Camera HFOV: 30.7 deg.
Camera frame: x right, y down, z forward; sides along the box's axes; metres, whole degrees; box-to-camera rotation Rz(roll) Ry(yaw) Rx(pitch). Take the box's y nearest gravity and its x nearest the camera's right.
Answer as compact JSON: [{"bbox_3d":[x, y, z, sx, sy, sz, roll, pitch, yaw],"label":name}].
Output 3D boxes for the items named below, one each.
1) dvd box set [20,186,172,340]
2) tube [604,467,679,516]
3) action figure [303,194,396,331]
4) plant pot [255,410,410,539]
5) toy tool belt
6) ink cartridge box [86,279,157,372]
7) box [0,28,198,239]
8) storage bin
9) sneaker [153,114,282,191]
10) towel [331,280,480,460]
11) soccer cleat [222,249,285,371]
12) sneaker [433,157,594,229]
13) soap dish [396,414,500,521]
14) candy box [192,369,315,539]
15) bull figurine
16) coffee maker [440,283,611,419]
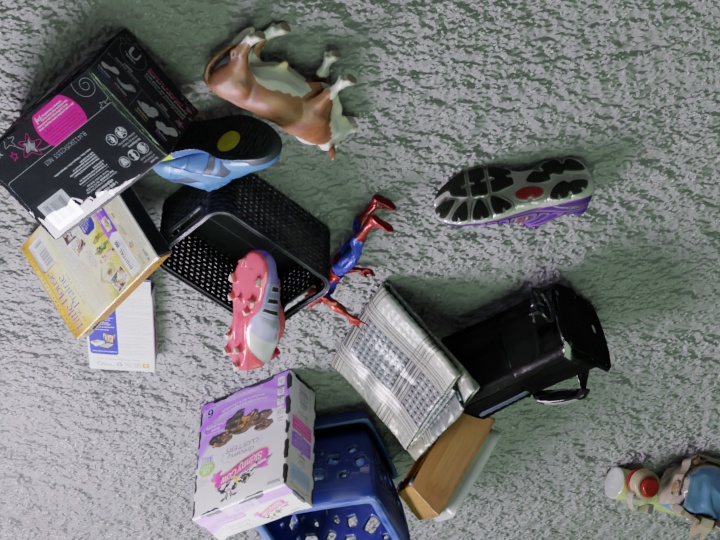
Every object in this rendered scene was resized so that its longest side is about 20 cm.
[{"bbox_3d":[-0.332,-0.025,1.633,0.200,0.147,0.029,-41,168,35],"label":"dvd box set"},{"bbox_3d":[0.488,0.365,2.127,0.198,0.052,0.058,17,174,-23],"label":"tube"},{"bbox_3d":[0.000,0.000,1.703,0.098,0.066,0.200,30,130,-18],"label":"action figure"},{"bbox_3d":[-0.042,0.333,1.984,0.198,0.181,0.201,-13,137,12],"label":"plant pot"},{"bbox_3d":[0.528,0.353,2.042,0.198,0.123,0.126,12,92,-21],"label":"toy tool belt"},{"bbox_3d":[-0.329,0.066,1.797,0.094,0.037,0.201,4,140,-4],"label":"ink cartridge box"},{"bbox_3d":[-0.304,-0.152,1.480,0.199,0.115,0.132,-31,111,31],"label":"box"},{"bbox_3d":[-0.145,-0.030,1.651,0.135,0.094,0.199,-33,129,31],"label":"storage bin"},{"bbox_3d":[-0.161,-0.131,1.528,0.199,0.066,0.079,2,144,35],"label":"sneaker"},{"bbox_3d":[0.055,0.144,1.798,0.200,0.034,0.193,48,134,15],"label":"towel"},{"bbox_3d":[-0.123,0.046,1.631,0.076,0.067,0.201,-16,140,-30],"label":"soccer cleat"},{"bbox_3d":[0.190,-0.077,1.616,0.198,0.081,0.084,-6,143,5],"label":"sneaker"},{"bbox_3d":[0.124,0.285,1.913,0.081,0.158,0.200,32,167,2],"label":"soap dish"},{"bbox_3d":[-0.152,0.267,1.895,0.167,0.201,0.072,-24,133,23],"label":"candy box"},{"bbox_3d":[-0.076,-0.204,1.483,0.198,0.066,0.122,20,131,-24],"label":"bull figurine"},{"bbox_3d":[0.207,0.103,1.776,0.199,0.135,0.192,-28,127,28],"label":"coffee maker"}]
